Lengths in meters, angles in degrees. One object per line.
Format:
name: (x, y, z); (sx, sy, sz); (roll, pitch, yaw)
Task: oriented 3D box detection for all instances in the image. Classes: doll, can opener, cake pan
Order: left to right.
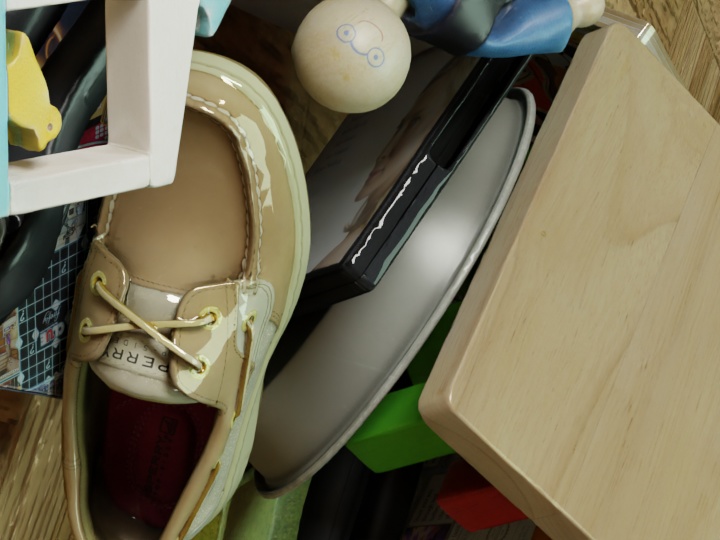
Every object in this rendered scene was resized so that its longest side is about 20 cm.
can opener: (-0.096, -0.064, 0.726); (0.201, 0.063, 0.079); (-62, -172, -5)
cake pan: (0.000, 0.000, 0.998); (0.201, 0.037, 0.200); (-54, -169, 16)
can opener: (0.008, 0.067, 1.081); (0.063, 0.078, 0.201); (35, 44, -29)
doll: (0.039, -0.138, 0.820); (0.200, 0.136, 0.048); (-56, -165, -12)

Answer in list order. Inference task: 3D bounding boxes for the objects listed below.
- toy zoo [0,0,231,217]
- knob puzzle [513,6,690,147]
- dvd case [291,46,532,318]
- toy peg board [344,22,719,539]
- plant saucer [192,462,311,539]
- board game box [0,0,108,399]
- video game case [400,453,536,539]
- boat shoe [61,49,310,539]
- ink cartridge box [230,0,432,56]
toy zoo: (-0.105, -0.078, 0.633); (0.200, 0.020, 0.132); (-16, 111, -46)
knob puzzle: (0.088, -0.066, 1.103); (0.031, 0.219, 0.220); (-54, 159, -14)
dvd case: (0.024, -0.064, 0.930); (0.200, 0.018, 0.143); (-56, -166, -20)
toy peg board: (0.103, 0.045, 0.985); (0.199, 0.098, 0.200); (43, 53, -23)
plant saucer: (-0.063, 0.161, 1.132); (0.200, 0.048, 0.201); (-25, 130, -68)
board game box: (-0.094, -0.021, 0.871); (0.200, 0.034, 0.136); (26, 82, -74)
video game case: (0.062, 0.097, 1.092); (0.045, 0.181, 0.200); (50, 51, -28)
boat shoe: (-0.063, 0.023, 0.821); (0.066, 0.074, 0.201); (-60, 160, -53)
ink cartridge box: (0.032, -0.190, 0.928); (0.146, 0.083, 0.201); (-14, -126, 68)
